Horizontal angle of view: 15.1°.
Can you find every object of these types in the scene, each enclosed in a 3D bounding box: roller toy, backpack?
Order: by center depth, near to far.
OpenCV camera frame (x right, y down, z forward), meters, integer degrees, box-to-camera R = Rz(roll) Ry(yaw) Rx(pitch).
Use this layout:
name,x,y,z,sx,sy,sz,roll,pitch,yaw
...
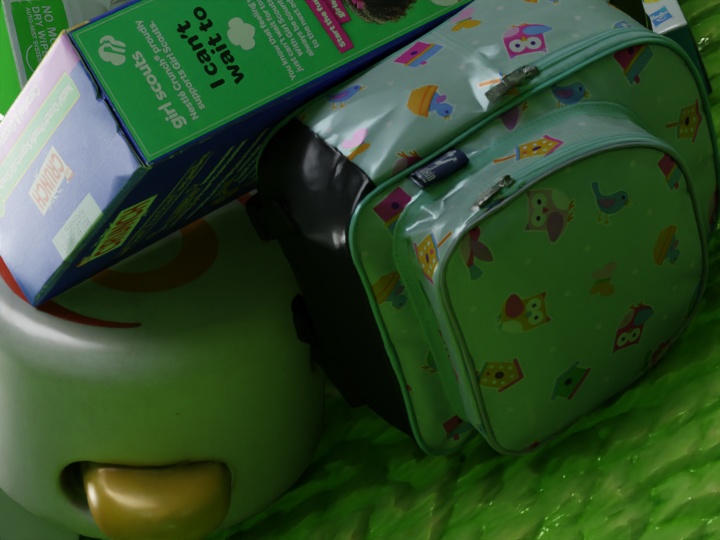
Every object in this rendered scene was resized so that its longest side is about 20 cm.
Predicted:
name,x,y,z,sx,sy,sz,roll,pitch,yaw
backpack,0.074,-0.029,1.230,0.200,0.176,0.153,-40,43,-21
roller toy,-0.105,0.041,1.358,0.200,0.140,0.182,29,46,33

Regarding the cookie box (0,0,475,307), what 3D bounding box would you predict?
name,x,y,z,sx,sy,sz,roll,pitch,yaw
cookie box,-0.067,-0.082,1.258,0.200,0.075,0.171,-30,-7,-32

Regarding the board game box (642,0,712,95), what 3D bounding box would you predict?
name,x,y,z,sx,sy,sz,roll,pitch,yaw
board game box,0.066,-0.140,1.480,0.200,0.056,0.196,-22,46,5

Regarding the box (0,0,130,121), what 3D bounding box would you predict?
name,x,y,z,sx,sy,sz,roll,pitch,yaw
box,-0.154,-0.085,1.521,0.176,0.097,0.200,-6,-13,-34

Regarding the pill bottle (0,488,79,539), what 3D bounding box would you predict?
name,x,y,z,sx,sy,sz,roll,pitch,yaw
pill bottle,-0.207,0.106,1.486,0.112,0.112,0.200,-38,21,-1

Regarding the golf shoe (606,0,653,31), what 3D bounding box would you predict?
name,x,y,z,sx,sy,sz,roll,pitch,yaw
golf shoe,0.053,-0.085,1.332,0.200,0.088,0.077,-33,54,-11
